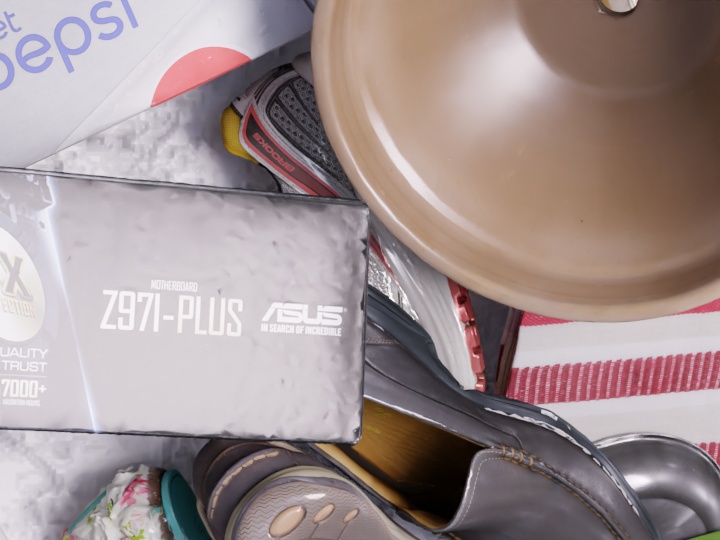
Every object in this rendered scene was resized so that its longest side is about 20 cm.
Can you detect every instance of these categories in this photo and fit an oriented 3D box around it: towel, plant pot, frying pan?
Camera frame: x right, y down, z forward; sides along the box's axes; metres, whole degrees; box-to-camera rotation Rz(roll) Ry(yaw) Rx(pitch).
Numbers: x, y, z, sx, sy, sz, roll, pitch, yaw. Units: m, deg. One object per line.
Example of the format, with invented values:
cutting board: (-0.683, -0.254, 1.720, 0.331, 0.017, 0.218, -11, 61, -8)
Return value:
towel: (0.125, 0.050, 0.928, 0.144, 0.023, 0.200, -3, 123, -19)
plant pot: (0.090, -0.087, 0.798, 0.201, 0.200, 0.093, 58, 33, -17)
frying pan: (0.138, 0.148, 0.970, 0.115, 0.031, 0.190, -38, 124, 6)

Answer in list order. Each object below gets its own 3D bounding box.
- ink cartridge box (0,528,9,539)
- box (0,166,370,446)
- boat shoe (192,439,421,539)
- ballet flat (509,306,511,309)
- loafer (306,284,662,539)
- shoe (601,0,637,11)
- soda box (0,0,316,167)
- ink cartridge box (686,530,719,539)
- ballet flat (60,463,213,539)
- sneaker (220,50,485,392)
ink cartridge box: (-0.169, 0.179, 0.778, 0.146, 0.085, 0.200, -39, 131, -17)
box: (-0.111, 0.016, 0.765, 0.163, 0.200, 0.086, 4, 85, -24)
boat shoe: (-0.007, 0.123, 0.879, 0.074, 0.073, 0.200, -39, 140, -6)
ballet flat: (0.161, 0.012, 0.974, 0.200, 0.069, 0.070, 16, 87, -24)
loafer: (0.038, 0.085, 0.855, 0.200, 0.072, 0.073, 34, 121, -10)
shoe: (0.191, -0.096, 0.981, 0.200, 0.053, 0.070, 38, 78, -22)
soda box: (-0.085, -0.105, 0.839, 0.200, 0.063, 0.068, -27, 105, -21)
ink cartridge box: (0.145, 0.228, 0.934, 0.147, 0.076, 0.201, -13, 113, -13)
ballet flat: (-0.061, 0.171, 0.885, 0.064, 0.076, 0.200, -27, 102, 11)
sneaker: (0.000, 0.000, 0.899, 0.082, 0.078, 0.200, -20, 108, 5)
